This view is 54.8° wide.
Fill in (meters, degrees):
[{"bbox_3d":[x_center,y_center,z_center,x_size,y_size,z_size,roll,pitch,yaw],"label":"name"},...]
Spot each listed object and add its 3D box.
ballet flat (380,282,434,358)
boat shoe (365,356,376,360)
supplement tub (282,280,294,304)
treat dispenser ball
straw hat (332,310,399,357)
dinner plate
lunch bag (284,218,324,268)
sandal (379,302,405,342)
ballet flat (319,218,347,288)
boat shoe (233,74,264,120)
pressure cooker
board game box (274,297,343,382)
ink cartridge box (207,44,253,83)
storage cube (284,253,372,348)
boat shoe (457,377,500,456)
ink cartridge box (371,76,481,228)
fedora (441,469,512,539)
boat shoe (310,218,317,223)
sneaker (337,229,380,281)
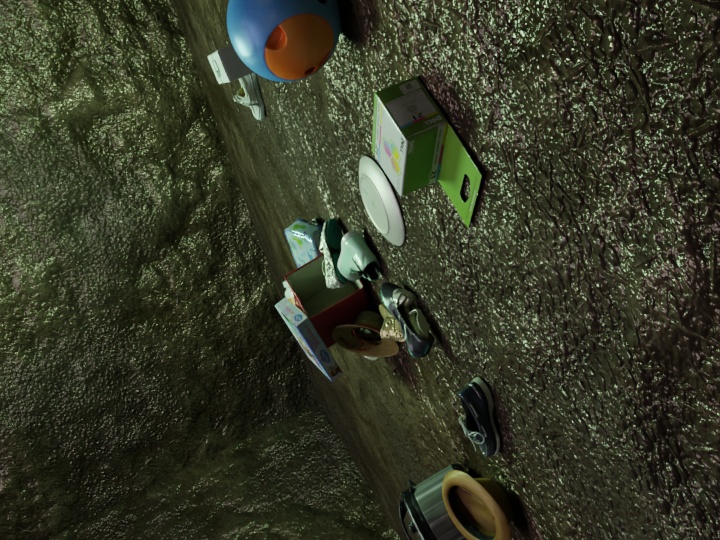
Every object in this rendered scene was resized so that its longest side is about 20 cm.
[{"bbox_3d":[0.107,0.093,1.513,0.073,0.072,0.202,87,161,-58],"label":"ballet flat"},{"bbox_3d":[-0.002,0.184,2.095,0.200,0.074,0.060,44,-158,19],"label":"boat shoe"},{"bbox_3d":[-0.189,0.110,2.522,0.202,0.143,0.144,67,167,-5],"label":"supplement tub"},{"bbox_3d":[-0.134,-0.435,1.216,0.202,0.199,0.202,59,165,26],"label":"treat dispenser ball"},{"bbox_3d":[0.021,0.158,1.889,0.202,0.198,0.086,90,-164,-61],"label":"straw hat"},{"bbox_3d":[0.036,-0.141,1.455,0.201,0.024,0.201,61,166,27],"label":"dinner plate"},{"bbox_3d":[-0.144,-0.054,2.109,0.160,0.082,0.202,19,138,42],"label":"lunch bag"},{"bbox_3d":[0.076,0.144,1.692,0.212,0.069,0.078,40,152,62],"label":"sandal"},{"bbox_3d":[-0.082,-0.043,1.865,0.072,0.071,0.203,97,166,-66],"label":"ballet flat"},{"bbox_3d":[-0.358,-0.548,2.162,0.075,0.085,0.203,56,163,36],"label":"boat shoe"},{"bbox_3d":[0.193,0.580,1.661,0.180,0.198,0.176,60,178,-20],"label":"pressure cooker"},{"bbox_3d":[-0.144,0.188,1.908,0.201,0.041,0.199,60,167,-23],"label":"board game box"},{"bbox_3d":[-0.312,-0.560,1.835,0.085,0.145,0.200,69,167,-20],"label":"ink cartridge box"},{"bbox_3d":[-0.082,0.079,1.949,0.172,0.198,0.181,55,170,35],"label":"storage cube"},{"bbox_3d":[0.231,0.300,1.368,0.075,0.061,0.202,47,158,48],"label":"boat shoe"},{"bbox_3d":[0.095,-0.166,1.055,0.201,0.075,0.148,61,166,25],"label":"ink cartridge box"},{"bbox_3d":[0.266,0.512,1.512,0.200,0.081,0.203,31,131,42],"label":"fedora"},{"bbox_3d":[-0.160,-0.106,2.210,0.076,0.060,0.200,63,167,13],"label":"boat shoe"},{"bbox_3d":[0.000,0.000,1.739,0.119,0.073,0.201,56,165,25],"label":"sneaker"}]
